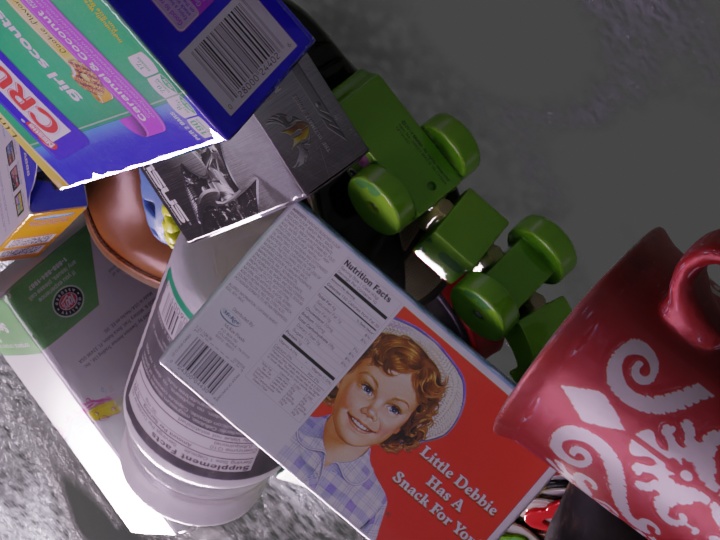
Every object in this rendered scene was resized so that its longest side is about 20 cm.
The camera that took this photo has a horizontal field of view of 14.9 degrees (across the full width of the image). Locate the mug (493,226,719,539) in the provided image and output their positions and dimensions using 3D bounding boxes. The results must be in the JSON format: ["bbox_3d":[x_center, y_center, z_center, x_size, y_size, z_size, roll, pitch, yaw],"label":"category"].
[{"bbox_3d":[0.184,0.086,1.342,0.200,0.133,0.178,40,165,10],"label":"mug"}]

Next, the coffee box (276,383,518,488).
[{"bbox_3d":[0.034,0.103,1.659,0.123,0.044,0.200,18,159,-11],"label":"coffee box"}]

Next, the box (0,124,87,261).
[{"bbox_3d":[-0.205,-0.079,1.667,0.200,0.041,0.119,153,108,-70],"label":"box"}]

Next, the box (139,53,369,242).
[{"bbox_3d":[-0.097,-0.119,1.452,0.200,0.048,0.158,58,154,-8],"label":"box"}]

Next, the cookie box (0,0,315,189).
[{"bbox_3d":[-0.140,-0.134,1.340,0.171,0.075,0.200,49,156,-16],"label":"cookie box"}]

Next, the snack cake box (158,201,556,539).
[{"bbox_3d":[0.005,0.068,1.466,0.200,0.115,0.067,41,180,-1],"label":"snack cake box"}]

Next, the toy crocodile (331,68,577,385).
[{"bbox_3d":[0.049,-0.022,1.477,0.200,0.068,0.062,47,153,-4],"label":"toy crocodile"}]

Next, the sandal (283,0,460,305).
[{"bbox_3d":[-0.011,-0.070,1.525,0.201,0.080,0.057,56,176,-5],"label":"sandal"}]

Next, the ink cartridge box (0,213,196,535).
[{"bbox_3d":[-0.139,0.055,1.812,0.200,0.145,0.087,54,155,-13],"label":"ink cartridge box"}]

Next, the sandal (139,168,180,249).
[{"bbox_3d":[-0.102,-0.102,1.603,0.087,0.079,0.200,36,136,34],"label":"sandal"}]

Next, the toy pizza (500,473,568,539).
[{"bbox_3d":[0.070,0.126,1.586,0.200,0.032,0.200,9,154,4],"label":"toy pizza"}]

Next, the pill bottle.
[{"bbox_3d":[-0.079,0.059,1.650,0.113,0.113,0.200,41,140,16],"label":"pill bottle"}]

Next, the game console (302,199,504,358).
[{"bbox_3d":[0.000,0.000,1.653,0.177,0.031,0.200,54,155,3],"label":"game console"}]

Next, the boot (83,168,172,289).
[{"bbox_3d":[-0.137,-0.091,1.687,0.200,0.077,0.155,54,154,26],"label":"boot"}]

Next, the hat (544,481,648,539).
[{"bbox_3d":[0.152,0.131,1.461,0.201,0.201,0.081,10,102,54],"label":"hat"}]
